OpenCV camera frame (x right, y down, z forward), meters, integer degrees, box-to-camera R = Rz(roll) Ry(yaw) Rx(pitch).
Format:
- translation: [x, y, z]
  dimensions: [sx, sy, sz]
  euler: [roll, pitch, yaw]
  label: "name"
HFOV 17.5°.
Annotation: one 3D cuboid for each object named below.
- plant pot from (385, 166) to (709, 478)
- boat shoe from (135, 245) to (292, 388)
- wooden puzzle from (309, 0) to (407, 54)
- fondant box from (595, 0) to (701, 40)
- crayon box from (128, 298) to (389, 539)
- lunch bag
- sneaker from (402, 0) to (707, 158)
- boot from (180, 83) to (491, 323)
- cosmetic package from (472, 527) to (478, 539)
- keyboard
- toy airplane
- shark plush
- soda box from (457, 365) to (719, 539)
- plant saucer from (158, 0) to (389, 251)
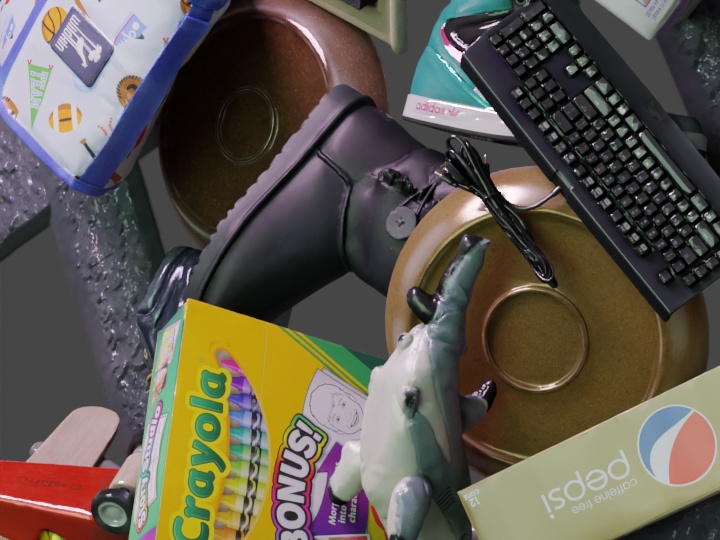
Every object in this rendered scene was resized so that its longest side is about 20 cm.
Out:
- translation: [0.106, 0.039, 1.388]
  dimensions: [0.199, 0.027, 0.201]
  euler: [4, 103, 18]
  label: "plant pot"
- translation: [-0.112, 0.084, 1.575]
  dimensions: [0.091, 0.071, 0.201]
  euler: [14, 87, 33]
  label: "boat shoe"
- translation: [-0.037, -0.253, 1.510]
  dimensions: [0.200, 0.037, 0.186]
  euler: [37, 141, 40]
  label: "wooden puzzle"
- translation: [0.114, -0.219, 1.347]
  dimensions: [0.200, 0.144, 0.058]
  euler: [36, 108, 7]
  label: "fondant box"
- translation: [-0.048, 0.137, 1.417]
  dimensions: [0.058, 0.172, 0.201]
  euler: [-40, 38, 52]
  label: "crayon box"
- translation: [-0.168, -0.167, 1.579]
  dimensions: [0.170, 0.123, 0.200]
  euler: [-55, 33, 22]
  label: "lunch bag"
- translation: [0.126, -0.132, 1.416]
  dimensions: [0.199, 0.084, 0.121]
  euler: [12, 92, 29]
  label: "sneaker"
- translation: [0.000, 0.000, 1.465]
  dimensions: [0.168, 0.076, 0.200]
  euler: [35, 87, 27]
  label: "boot"
- translation: [0.055, 0.254, 1.438]
  dimensions: [0.082, 0.051, 0.201]
  euler: [20, 96, 35]
  label: "cosmetic package"
- translation: [0.124, -0.056, 1.348]
  dimensions: [0.127, 0.021, 0.200]
  euler: [-39, 74, 3]
  label: "keyboard"
- translation: [-0.208, 0.171, 1.484]
  dimensions: [0.199, 0.199, 0.142]
  euler: [41, 145, 50]
  label: "toy airplane"
- translation: [0.042, 0.077, 1.375]
  dimensions: [0.091, 0.083, 0.201]
  euler: [9, 95, 61]
  label: "shark plush"
- translation: [0.161, 0.111, 1.330]
  dimensions: [0.199, 0.068, 0.064]
  euler: [-27, 81, 17]
  label: "soda box"
- translation: [-0.069, -0.098, 1.588]
  dimensions: [0.200, 0.034, 0.201]
  euler: [-6, 80, 37]
  label: "plant saucer"
